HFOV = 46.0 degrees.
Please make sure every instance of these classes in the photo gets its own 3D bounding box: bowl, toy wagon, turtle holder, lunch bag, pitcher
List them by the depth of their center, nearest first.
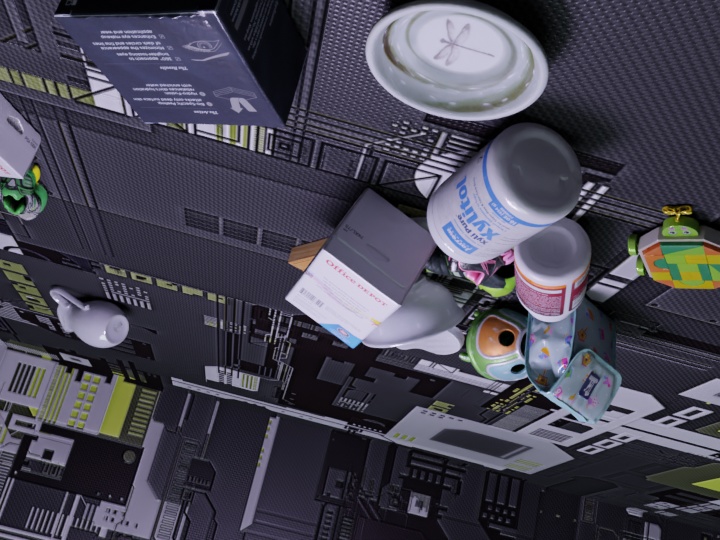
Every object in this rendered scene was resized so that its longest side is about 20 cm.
[{"bbox_3d":[0.470,-0.030,1.229,0.155,0.040,0.200,0,155,30],"label":"toy wagon"},{"bbox_3d":[0.379,0.157,1.514,0.122,0.201,0.170,-17,143,38],"label":"lunch bag"},{"bbox_3d":[0.085,0.064,1.569,0.200,0.091,0.201,-16,-168,4],"label":"bowl"},{"bbox_3d":[0.295,0.155,1.626,0.186,0.141,0.132,51,152,-22],"label":"turtle holder"},{"bbox_3d":[-0.719,0.118,2.232,0.200,0.121,0.172,13,146,32],"label":"pitcher"}]

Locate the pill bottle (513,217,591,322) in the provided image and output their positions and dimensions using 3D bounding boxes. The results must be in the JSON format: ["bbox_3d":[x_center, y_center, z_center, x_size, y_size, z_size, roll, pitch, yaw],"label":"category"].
[{"bbox_3d":[0.297,0.006,1.322,0.113,0.113,0.200,8,157,14],"label":"pill bottle"}]

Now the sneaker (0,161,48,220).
[{"bbox_3d":[-0.637,-0.138,1.575,0.078,0.085,0.200,16,159,-7],"label":"sneaker"}]

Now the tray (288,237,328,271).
[{"bbox_3d":[-0.034,-0.022,1.559,0.099,0.037,0.200,29,153,-34],"label":"tray"}]

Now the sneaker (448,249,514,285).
[{"bbox_3d":[0.166,-0.039,1.294,0.079,0.095,0.200,48,-177,41],"label":"sneaker"}]

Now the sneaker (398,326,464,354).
[{"bbox_3d":[0.152,0.103,1.654,0.200,0.115,0.074,1,121,54],"label":"sneaker"}]

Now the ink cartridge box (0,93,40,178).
[{"bbox_3d":[-0.646,-0.226,1.366,0.199,0.083,0.147,8,157,17],"label":"ink cartridge box"}]

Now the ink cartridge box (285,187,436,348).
[{"bbox_3d":[0.000,0.000,1.364,0.147,0.146,0.200,37,148,-4],"label":"ink cartridge box"}]

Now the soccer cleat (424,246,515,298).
[{"bbox_3d":[0.175,-0.020,1.417,0.200,0.068,0.081,21,136,-11],"label":"soccer cleat"}]

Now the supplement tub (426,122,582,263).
[{"bbox_3d":[0.185,-0.096,1.115,0.132,0.132,0.200,20,157,-15],"label":"supplement tub"}]

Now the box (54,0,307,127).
[{"bbox_3d":[-0.191,-0.264,0.950,0.196,0.118,0.200,6,156,20],"label":"box"}]

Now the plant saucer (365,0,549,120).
[{"bbox_3d":[0.107,-0.238,0.923,0.199,0.050,0.200,13,159,5],"label":"plant saucer"}]
